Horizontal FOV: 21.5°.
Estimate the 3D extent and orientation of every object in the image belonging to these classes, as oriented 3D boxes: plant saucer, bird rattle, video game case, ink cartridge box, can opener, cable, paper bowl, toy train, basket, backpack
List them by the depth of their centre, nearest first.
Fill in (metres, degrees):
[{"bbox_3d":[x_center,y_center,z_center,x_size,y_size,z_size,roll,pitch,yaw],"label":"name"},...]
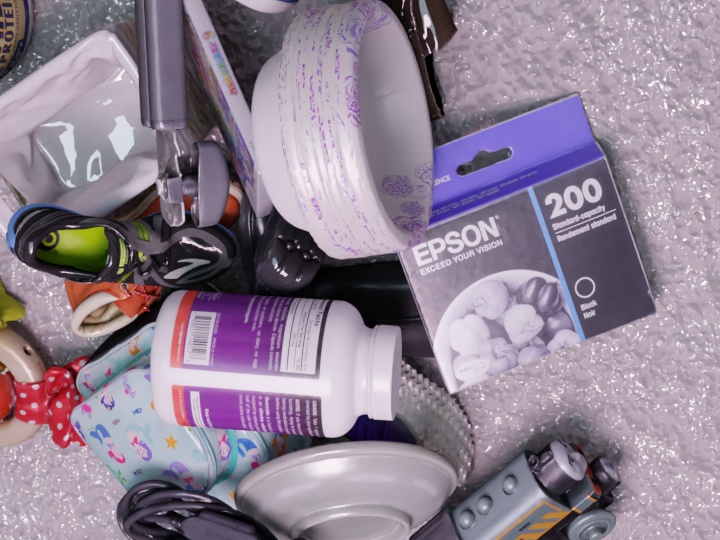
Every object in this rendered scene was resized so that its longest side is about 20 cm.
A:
[{"bbox_3d":[-0.017,-0.109,1.518,0.103,0.201,0.203,-9,104,20],"label":"paper bowl"},{"bbox_3d":[-0.147,-0.135,1.572,0.066,0.053,0.202,-7,103,-23],"label":"can opener"},{"bbox_3d":[-0.119,-0.154,1.604,0.018,0.143,0.201,-22,79,-8],"label":"video game case"},{"bbox_3d":[0.131,-0.023,1.618,0.196,0.043,0.202,-21,99,0],"label":"ink cartridge box"},{"bbox_3d":[-0.011,0.209,1.659,0.198,0.200,0.051,-17,60,19],"label":"plant saucer"},{"bbox_3d":[-0.123,0.237,1.669,0.198,0.163,0.051,13,72,21],"label":"cable"},{"bbox_3d":[0.137,0.226,1.679,0.200,0.086,0.114,-41,136,22],"label":"toy train"},{"bbox_3d":[-0.240,-0.122,1.682,0.199,0.123,0.136,-30,97,22],"label":"basket"},{"bbox_3d":[-0.149,0.133,1.718,0.200,0.151,0.177,48,135,-11],"label":"backpack"},{"bbox_3d":[-0.338,0.102,1.811,0.200,0.113,0.163,43,125,-14],"label":"bird rattle"}]

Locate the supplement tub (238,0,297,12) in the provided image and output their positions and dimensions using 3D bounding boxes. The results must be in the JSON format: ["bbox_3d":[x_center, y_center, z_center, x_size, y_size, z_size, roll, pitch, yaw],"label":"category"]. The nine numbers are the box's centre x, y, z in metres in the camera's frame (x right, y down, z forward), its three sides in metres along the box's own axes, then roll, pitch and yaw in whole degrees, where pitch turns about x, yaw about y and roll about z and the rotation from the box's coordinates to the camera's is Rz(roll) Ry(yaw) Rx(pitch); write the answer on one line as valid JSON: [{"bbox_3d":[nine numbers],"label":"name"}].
[{"bbox_3d":[-0.052,-0.327,1.547,0.144,0.144,0.200,44,113,-1],"label":"supplement tub"}]

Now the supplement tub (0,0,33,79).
[{"bbox_3d":[-0.386,-0.213,1.653,0.143,0.200,0.146,4,108,14],"label":"supplement tub"}]

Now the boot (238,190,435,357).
[{"bbox_3d":[0.000,0.001,1.679,0.198,0.066,0.166,1,117,20],"label":"boot"}]

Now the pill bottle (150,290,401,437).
[{"bbox_3d":[-0.068,0.078,1.566,0.198,0.113,0.114,4,108,7],"label":"pill bottle"}]

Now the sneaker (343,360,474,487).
[{"bbox_3d":[0.016,0.129,1.705,0.099,0.070,0.200,-19,128,42],"label":"sneaker"}]

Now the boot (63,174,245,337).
[{"bbox_3d":[-0.184,-0.010,1.700,0.199,0.108,0.075,-27,136,25],"label":"boot"}]

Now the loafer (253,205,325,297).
[{"bbox_3d":[-0.040,-0.062,1.625,0.068,0.202,0.070,35,149,-14],"label":"loafer"}]

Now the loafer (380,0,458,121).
[{"bbox_3d":[0.049,-0.216,1.606,0.071,0.073,0.202,6,117,10],"label":"loafer"}]

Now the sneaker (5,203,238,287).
[{"bbox_3d":[-0.201,-0.013,1.610,0.198,0.083,0.071,5,110,-19],"label":"sneaker"}]
